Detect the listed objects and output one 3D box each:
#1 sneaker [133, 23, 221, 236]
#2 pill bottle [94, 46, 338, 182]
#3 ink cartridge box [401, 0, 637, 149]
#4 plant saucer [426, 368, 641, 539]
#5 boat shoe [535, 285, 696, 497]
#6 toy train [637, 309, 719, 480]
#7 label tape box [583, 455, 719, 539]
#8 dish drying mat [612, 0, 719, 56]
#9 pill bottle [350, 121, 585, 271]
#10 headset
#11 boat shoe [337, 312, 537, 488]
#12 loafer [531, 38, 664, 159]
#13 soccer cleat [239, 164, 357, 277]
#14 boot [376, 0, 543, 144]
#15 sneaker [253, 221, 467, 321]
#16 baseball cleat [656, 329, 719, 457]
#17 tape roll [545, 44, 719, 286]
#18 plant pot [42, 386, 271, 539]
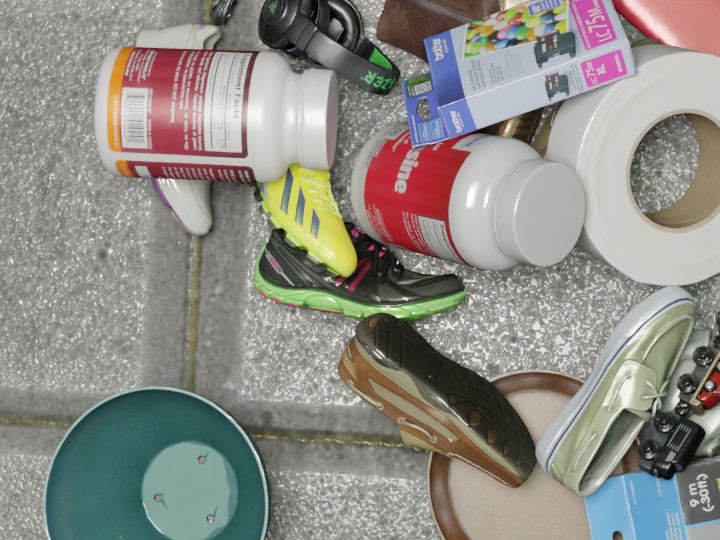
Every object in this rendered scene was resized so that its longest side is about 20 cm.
[{"bbox_3d":[-0.153,-0.135,1.362,0.098,0.075,0.203,-11,85,7],"label":"sneaker"},{"bbox_3d":[-0.122,-0.134,1.270,0.197,0.113,0.115,3,87,6],"label":"pill bottle"},{"bbox_3d":[0.126,-0.178,1.249,0.198,0.120,0.042,-20,127,11],"label":"ink cartridge box"},{"bbox_3d":[0.159,0.191,1.325,0.197,0.034,0.203,-1,86,8],"label":"plant saucer"},{"bbox_3d":[0.232,0.107,1.264,0.201,0.072,0.062,-56,44,8],"label":"boat shoe"},{"bbox_3d":[0.301,0.091,1.250,0.046,0.034,0.201,27,76,30],"label":"toy train"},{"bbox_3d":[0.305,0.237,1.267,0.197,0.063,0.146,-10,85,-8],"label":"label tape box"},{"bbox_3d":[0.313,-0.221,1.340,0.200,0.018,0.077,42,93,7],"label":"dish drying mat"},{"bbox_3d":[0.091,-0.062,1.252,0.199,0.112,0.114,15,88,49],"label":"pill bottle"},{"bbox_3d":[-0.054,-0.215,1.341,0.200,0.123,0.094,43,107,23],"label":"headset"},{"bbox_3d":[0.066,0.122,1.296,0.199,0.076,0.074,40,124,-1],"label":"boat shoe"},{"bbox_3d":[0.201,-0.129,1.315,0.200,0.067,0.076,-47,113,-3],"label":"loafer"},{"bbox_3d":[-0.051,-0.072,1.313,0.084,0.065,0.201,-41,49,3],"label":"soccer cleat"},{"bbox_3d":[0.091,-0.191,1.352,0.165,0.072,0.202,18,90,20],"label":"boot"},{"bbox_3d":[0.000,0.000,1.336,0.197,0.077,0.085,9,92,6],"label":"sneaker"},{"bbox_3d":[0.344,0.072,1.293,0.199,0.070,0.107,-38,65,-7],"label":"baseball cleat"},{"bbox_3d":[0.264,-0.092,1.269,0.200,0.071,0.205,-4,104,-15],"label":"tape roll"},{"bbox_3d":[-0.168,0.205,1.313,0.197,0.135,0.203,-1,86,7],"label":"plant pot"}]
